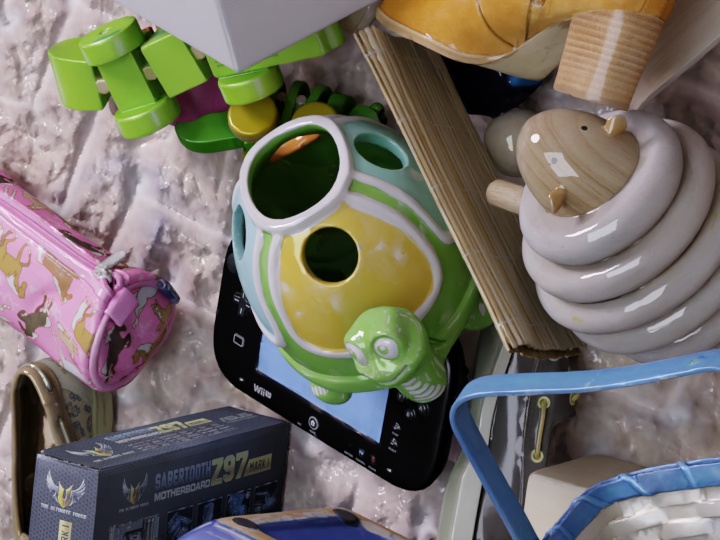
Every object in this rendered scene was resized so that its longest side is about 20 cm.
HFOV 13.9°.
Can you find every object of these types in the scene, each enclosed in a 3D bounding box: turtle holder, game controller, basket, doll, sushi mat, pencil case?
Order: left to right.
[{"bbox_3d":[-0.208,-0.007,1.862,0.200,0.083,0.087,34,105,28],"label":"pencil case"},{"bbox_3d":[-0.015,0.051,1.752,0.200,0.042,0.105,29,110,40],"label":"game controller"},{"bbox_3d":[-0.009,-0.001,1.633,0.140,0.132,0.186,-10,49,26],"label":"turtle holder"},{"bbox_3d":[0.062,-0.042,1.620,0.012,0.096,0.201,-31,76,22],"label":"sushi mat"},{"bbox_3d":[0.068,-0.151,1.676,0.136,0.048,0.201,-14,89,54],"label":"doll"},{"bbox_3d":[0.150,0.133,1.495,0.176,0.139,0.201,-6,123,35],"label":"basket"}]

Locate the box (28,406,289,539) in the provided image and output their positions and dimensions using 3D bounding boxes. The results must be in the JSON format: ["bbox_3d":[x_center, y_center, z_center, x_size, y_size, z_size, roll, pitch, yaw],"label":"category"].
[{"bbox_3d":[-0.122,0.173,1.758,0.051,0.200,0.159,13,103,30],"label":"box"}]

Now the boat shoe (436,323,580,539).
[{"bbox_3d":[0.092,0.079,1.683,0.060,0.072,0.202,13,92,-7],"label":"boat shoe"}]

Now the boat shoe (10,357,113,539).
[{"bbox_3d":[-0.198,0.153,1.893,0.073,0.063,0.201,1,96,34],"label":"boat shoe"}]

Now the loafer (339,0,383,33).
[{"bbox_3d":[-0.036,-0.231,1.721,0.076,0.068,0.201,-39,63,63],"label":"loafer"}]

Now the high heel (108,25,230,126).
[{"bbox_3d":[-0.098,-0.183,1.792,0.095,0.067,0.201,7,92,16],"label":"high heel"}]

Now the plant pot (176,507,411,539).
[{"bbox_3d":[-0.017,0.247,1.703,0.199,0.200,0.181,23,101,31],"label":"plant pot"}]

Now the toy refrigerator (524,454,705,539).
[{"bbox_3d":[0.190,0.161,1.614,0.199,0.076,0.070,14,104,32],"label":"toy refrigerator"}]

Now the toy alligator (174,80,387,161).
[{"bbox_3d":[-0.011,-0.082,1.744,0.199,0.059,0.055,10,66,16],"label":"toy alligator"}]

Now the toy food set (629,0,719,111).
[{"bbox_3d":[0.190,-0.187,1.594,0.200,0.060,0.144,-40,61,30],"label":"toy food set"}]

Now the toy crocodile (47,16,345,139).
[{"bbox_3d":[-0.099,-0.130,1.734,0.199,0.062,0.068,-15,113,29],"label":"toy crocodile"}]

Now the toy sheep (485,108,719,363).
[{"bbox_3d":[0.149,-0.015,1.580,0.138,0.200,0.138,-29,38,26],"label":"toy sheep"}]

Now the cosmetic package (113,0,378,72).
[{"bbox_3d":[-0.088,-0.190,1.666,0.200,0.101,0.072,33,145,50],"label":"cosmetic package"}]

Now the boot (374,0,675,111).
[{"bbox_3d":[0.098,-0.173,1.579,0.201,0.071,0.145,21,97,47],"label":"boot"}]
